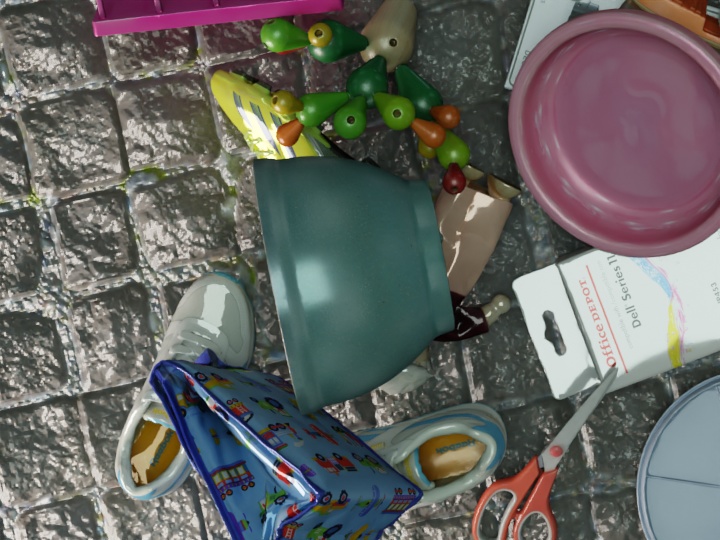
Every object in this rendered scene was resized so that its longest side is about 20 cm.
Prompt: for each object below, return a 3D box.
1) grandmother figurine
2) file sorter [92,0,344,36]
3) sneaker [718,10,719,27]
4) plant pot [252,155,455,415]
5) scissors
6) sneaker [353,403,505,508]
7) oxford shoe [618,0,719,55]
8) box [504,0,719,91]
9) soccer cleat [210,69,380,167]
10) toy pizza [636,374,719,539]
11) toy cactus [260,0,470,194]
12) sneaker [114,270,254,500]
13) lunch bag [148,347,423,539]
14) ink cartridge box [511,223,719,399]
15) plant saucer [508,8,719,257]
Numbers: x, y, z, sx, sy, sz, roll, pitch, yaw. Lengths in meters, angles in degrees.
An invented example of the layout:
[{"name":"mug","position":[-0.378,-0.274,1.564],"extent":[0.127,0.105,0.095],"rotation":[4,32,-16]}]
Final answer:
[{"name":"grandmother figurine","position":[0.067,0.012,1.634],"extent":[0.120,0.061,0.201],"rotation":[26,97,-2]},{"name":"file sorter","position":[-0.116,-0.280,1.569],"extent":[0.198,0.139,0.127],"rotation":[-5,120,5]},{"name":"sneaker","position":[0.347,-0.214,1.536],"extent":[0.111,0.200,0.077],"rotation":[31,123,-2]},{"name":"plant pot","position":[0.000,0.000,1.529],"extent":[0.133,0.200,0.203],"rotation":[-11,92,1]},{"name":"scissors","position":[0.148,0.154,1.618],"extent":[0.072,0.014,0.202],"rotation":[18,119,0]},{"name":"sneaker","position":[0.024,0.166,1.625],"extent":[0.198,0.081,0.077],"rotation":[-25,92,7]},{"name":"oxford shoe","position":[0.287,-0.154,1.549],"extent":[0.199,0.071,0.073],"rotation":[33,116,6]},{"name":"box","position":[0.226,-0.171,1.608],"extent":[0.198,0.060,0.118],"rotation":[17,94,4]},{"name":"soccer cleat","position":[-0.054,-0.088,1.633],"extent":[0.200,0.065,0.084],"rotation":[39,98,1]},{"name":"toy pizza","position":[0.328,0.181,1.633],"extent":[0.198,0.032,0.203],"rotation":[0,92,5]},{"name":"toy cactus","position":[0.011,-0.153,1.591],"extent":[0.199,0.166,0.103],"rotation":[26,137,-5]},{"name":"sneaker","position":[-0.144,0.098,1.642],"extent":[0.076,0.081,0.202],"rotation":[21,93,5]},{"name":"lunch bag","position":[-0.071,0.134,1.549],"extent":[0.094,0.150,0.200],"rotation":[-49,62,18]},{"name":"ink cartridge box","position":[0.233,0.025,1.614],"extent":[0.198,0.067,0.118],"rotation":[-22,92,5]},{"name":"plant saucer","position":[0.214,-0.110,1.535],"extent":[0.199,0.051,0.202],"rotation":[14,121,24]}]
